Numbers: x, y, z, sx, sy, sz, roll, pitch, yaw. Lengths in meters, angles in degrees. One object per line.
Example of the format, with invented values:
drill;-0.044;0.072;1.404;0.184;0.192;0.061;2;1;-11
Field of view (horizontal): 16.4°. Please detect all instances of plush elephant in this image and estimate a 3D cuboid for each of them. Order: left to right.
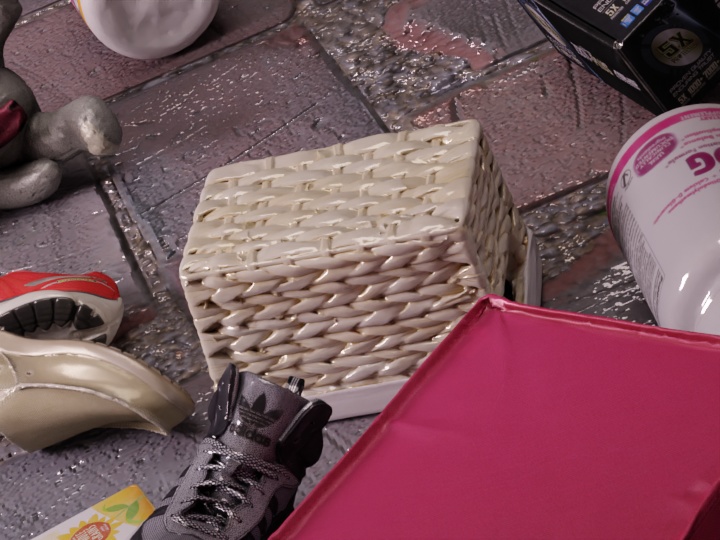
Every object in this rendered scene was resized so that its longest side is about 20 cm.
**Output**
plush elephant;-0.308;-0.098;1.819;0.200;0.165;0.155;-31;4;41

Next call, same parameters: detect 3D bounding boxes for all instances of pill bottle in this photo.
pill bottle;-0.191;-0.257;2.028;0.116;0.117;0.200;-25;32;-8
pill bottle;0.216;-0.003;1.425;0.113;0.114;0.200;-20;33;1

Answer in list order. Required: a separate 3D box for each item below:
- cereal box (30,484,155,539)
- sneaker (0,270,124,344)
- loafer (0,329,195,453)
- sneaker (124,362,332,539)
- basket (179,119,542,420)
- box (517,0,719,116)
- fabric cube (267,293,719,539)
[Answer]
cereal box;-0.182;0.210;1.395;0.199;0.040;0.144;-28;34;-12
sneaker;-0.252;0.039;1.675;0.199;0.077;0.085;-4;24;12
loafer;-0.195;0.081;1.570;0.199;0.076;0.069;9;72;29
sneaker;-0.073;0.115;1.350;0.075;0.114;0.200;22;15;8
basket;0.000;0.000;1.530;0.199;0.124;0.136;-9;34;15
box;0.223;-0.220;1.715;0.200;0.086;0.164;-45;35;-2
fabric cube;0.109;0.157;1.166;0.195;0.200;0.200;9;42;40
